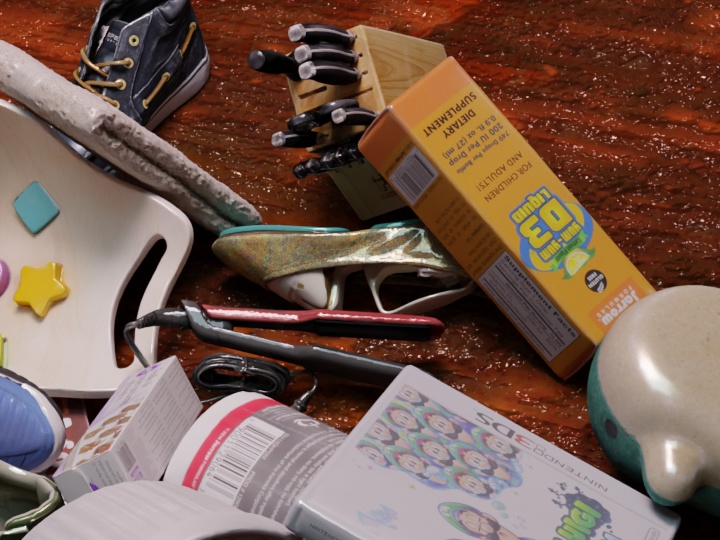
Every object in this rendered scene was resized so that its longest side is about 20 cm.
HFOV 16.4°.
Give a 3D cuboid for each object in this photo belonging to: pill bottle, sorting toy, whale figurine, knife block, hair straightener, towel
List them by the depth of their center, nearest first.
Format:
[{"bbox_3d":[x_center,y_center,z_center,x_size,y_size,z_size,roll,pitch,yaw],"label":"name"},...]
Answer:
[{"bbox_3d":[-0.008,0.154,1.408,0.199,0.111,0.111,24,52,31],"label":"pill bottle"},{"bbox_3d":[0.216,0.105,1.448,0.159,0.104,0.200,-28,68,-38],"label":"whale figurine"},{"bbox_3d":[-0.049,0.059,1.548,0.199,0.041,0.077,7,72,-4],"label":"hair straightener"},{"bbox_3d":[-0.204,0.007,1.595,0.179,0.107,0.201,12,71,13],"label":"sorting toy"},{"bbox_3d":[-0.157,-0.084,1.642,0.132,0.200,0.035,30,86,37],"label":"towel"},{"bbox_3d":[-0.009,-0.131,1.663,0.064,0.176,0.201,-18,38,21],"label":"knife block"}]

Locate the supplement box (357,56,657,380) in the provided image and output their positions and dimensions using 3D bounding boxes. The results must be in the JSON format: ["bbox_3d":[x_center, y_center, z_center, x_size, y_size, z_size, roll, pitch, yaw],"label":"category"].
[{"bbox_3d":[0.092,-0.032,1.554,0.066,0.069,0.200,-39,87,-29],"label":"supplement box"}]

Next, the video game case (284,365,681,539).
[{"bbox_3d":[0.072,0.135,1.340,0.181,0.024,0.200,29,26,7],"label":"video game case"}]

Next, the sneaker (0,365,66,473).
[{"bbox_3d":[-0.275,0.082,1.493,0.199,0.076,0.077,16,10,-4],"label":"sneaker"}]

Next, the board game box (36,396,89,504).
[{"bbox_3d":[-0.201,0.155,1.511,0.102,0.020,0.200,-14,42,-7],"label":"board game box"}]

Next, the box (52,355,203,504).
[{"bbox_3d":[-0.132,0.099,1.449,0.039,0.042,0.200,-25,10,11],"label":"box"}]

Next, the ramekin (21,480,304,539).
[{"bbox_3d":[-0.112,0.207,1.314,0.200,0.201,0.105,-34,37,-24],"label":"ramekin"}]

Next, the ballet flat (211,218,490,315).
[{"bbox_3d":[0.000,0.000,1.616,0.199,0.071,0.071,-4,42,9],"label":"ballet flat"}]

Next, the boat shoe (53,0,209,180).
[{"bbox_3d":[-0.181,-0.131,1.763,0.071,0.091,0.200,17,48,26],"label":"boat shoe"}]

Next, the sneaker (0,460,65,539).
[{"bbox_3d":[-0.183,0.160,1.377,0.200,0.090,0.067,36,36,-5],"label":"sneaker"}]
